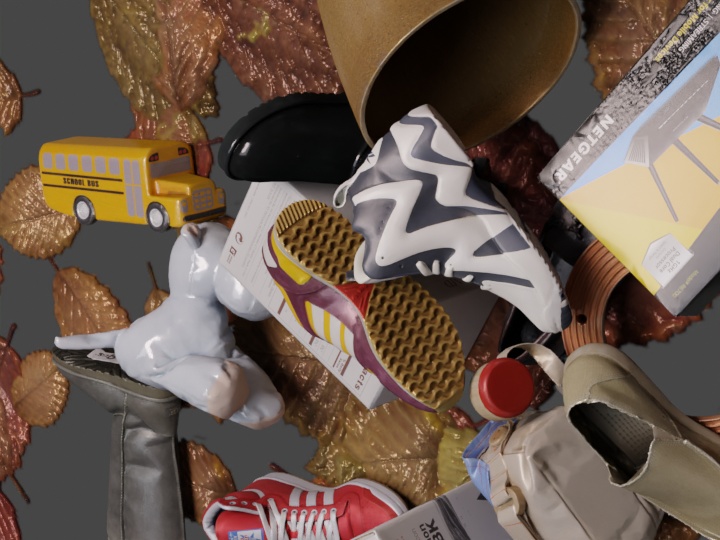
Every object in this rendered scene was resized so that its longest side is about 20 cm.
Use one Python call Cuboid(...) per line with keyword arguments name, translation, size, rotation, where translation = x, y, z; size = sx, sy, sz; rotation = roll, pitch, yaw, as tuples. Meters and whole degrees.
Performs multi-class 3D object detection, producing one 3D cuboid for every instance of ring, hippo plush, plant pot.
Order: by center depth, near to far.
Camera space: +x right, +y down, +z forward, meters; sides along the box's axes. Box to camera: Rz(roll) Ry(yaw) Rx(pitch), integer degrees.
Cuboid(name="ring", translation=(0.244, 0.049, 1.369), size=(0.200, 0.019, 0.201), rotation=(14, 120, 26))
Cuboid(name="plant pot", translation=(0.040, -0.217, 1.409), size=(0.200, 0.186, 0.186), rotation=(59, 134, 30))
Cuboid(name="hippo plush", translation=(-0.136, 0.042, 1.687), size=(0.200, 0.159, 0.161), rotation=(22, 87, 20))

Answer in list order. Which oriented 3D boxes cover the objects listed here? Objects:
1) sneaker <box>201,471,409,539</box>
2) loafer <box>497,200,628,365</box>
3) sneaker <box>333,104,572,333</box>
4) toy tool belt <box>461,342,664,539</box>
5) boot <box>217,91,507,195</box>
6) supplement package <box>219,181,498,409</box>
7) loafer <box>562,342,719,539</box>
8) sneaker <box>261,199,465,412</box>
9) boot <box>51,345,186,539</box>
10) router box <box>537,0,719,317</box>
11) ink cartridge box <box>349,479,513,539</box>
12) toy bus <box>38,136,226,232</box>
Cuboid(name="sneaker", translation=(-0.055, 0.232, 1.660), size=(0.200, 0.112, 0.071), rotation=(0, 103, 43))
Cuboid(name="loafer", translation=(0.164, -0.004, 1.420), size=(0.072, 0.063, 0.200), rotation=(40, 127, 27))
Cuboid(name="sneaker", translation=(0.059, -0.010, 1.368), size=(0.130, 0.079, 0.199), rotation=(-36, 106, 10))
Cuboid(name="toy tool belt", translation=(0.138, 0.156, 1.447), size=(0.200, 0.125, 0.123), rotation=(50, 157, -8))
Cuboid(name="boot", translation=(0.007, -0.072, 1.459), size=(0.162, 0.198, 0.073), rotation=(46, 132, 31))
Cuboid(name="supplement package", translation=(0.000, 0.000, 1.535), size=(0.200, 0.117, 0.117), rotation=(43, 125, 24))
Cuboid(name="loafer", translation=(0.222, 0.142, 1.369), size=(0.200, 0.068, 0.076), rotation=(41, 133, 0))
Cuboid(name="sneaker", translation=(0.003, 0.036, 1.426), size=(0.200, 0.075, 0.090), rotation=(50, 154, 9))
Cuboid(name="boot", translation=(-0.242, 0.181, 1.859), size=(0.182, 0.073, 0.200), rotation=(22, 124, 39))
Cuboid(name="router box", translation=(0.244, -0.089, 1.288), size=(0.149, 0.051, 0.200), rotation=(47, 109, 22))
Cuboid(name="ink cartridge box", translation=(0.080, 0.254, 1.481), size=(0.084, 0.200, 0.144), rotation=(-35, 79, 43))
Cuboid(name="toy bus", translation=(-0.218, -0.084, 1.749), size=(0.200, 0.065, 0.078), rotation=(6, 105, 42))
